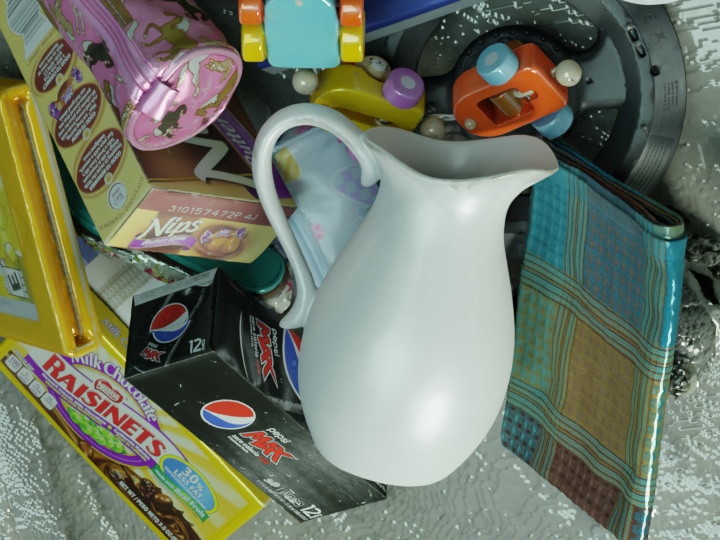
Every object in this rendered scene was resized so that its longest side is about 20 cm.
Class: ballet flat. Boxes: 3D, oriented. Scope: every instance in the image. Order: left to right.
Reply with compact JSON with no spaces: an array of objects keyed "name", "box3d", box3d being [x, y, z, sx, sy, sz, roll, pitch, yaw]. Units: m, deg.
[{"name":"ballet flat","box3d":[-0.132,-0.020,1.620,0.200,0.076,0.064,33,148,12]}]

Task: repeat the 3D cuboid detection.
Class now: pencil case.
[{"name":"pencil case","box3d":[-0.148,-0.159,1.460,0.200,0.087,0.083,50,147,21]},{"name":"pencil case","box3d":[0.000,0.000,1.580,0.083,0.091,0.200,-12,102,61]}]

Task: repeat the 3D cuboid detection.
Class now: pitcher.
[{"name":"pitcher","box3d":[0.009,0.010,1.473,0.172,0.121,0.200,15,110,7]}]

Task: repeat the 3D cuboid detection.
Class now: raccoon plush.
[{"name":"raccoon plush","box3d":[0.144,0.047,1.523,0.200,0.134,0.097,-35,96,28]}]

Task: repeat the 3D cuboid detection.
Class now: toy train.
[{"name":"toy train","box3d":[0.024,-0.132,1.452,0.150,0.056,0.200,-26,134,32]}]

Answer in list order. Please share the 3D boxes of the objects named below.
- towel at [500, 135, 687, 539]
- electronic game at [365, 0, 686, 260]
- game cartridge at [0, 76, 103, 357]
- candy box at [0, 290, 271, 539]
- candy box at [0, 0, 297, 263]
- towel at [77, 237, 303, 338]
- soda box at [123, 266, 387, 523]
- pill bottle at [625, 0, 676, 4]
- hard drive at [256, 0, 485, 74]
[{"name":"towel","box3d":[0.130,0.040,1.466,0.147,0.022,0.200,38,129,53]},{"name":"electronic game","box3d":[0.092,-0.105,1.520,0.200,0.042,0.200,1,99,8]},{"name":"game cartridge","box3d":[-0.245,-0.040,1.643,0.200,0.032,0.176,9,117,52]},{"name":"candy box","box3d":[-0.152,0.101,1.710,0.200,0.026,0.102,46,131,-1]},{"name":"candy box","box3d":[-0.132,-0.099,1.532,0.056,0.117,0.200,-49,54,29]},{"name":"towel","box3d":[-0.099,0.004,1.664,0.200,0.024,0.147,48,119,-1]},{"name":"soda box","box3d":[-0.060,0.080,1.597,0.071,0.063,0.200,-18,141,26]},{"name":"pill bottle","box3d":[0.176,-0.212,1.372,0.114,0.200,0.114,8,113,19]},{"name":"hard drive","box3d":[0.020,-0.206,1.500,0.200,0.025,0.132,-17,72,26]}]
